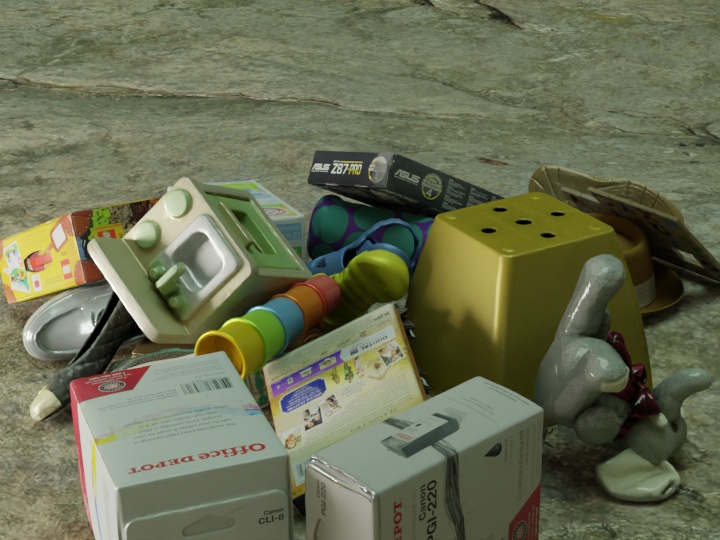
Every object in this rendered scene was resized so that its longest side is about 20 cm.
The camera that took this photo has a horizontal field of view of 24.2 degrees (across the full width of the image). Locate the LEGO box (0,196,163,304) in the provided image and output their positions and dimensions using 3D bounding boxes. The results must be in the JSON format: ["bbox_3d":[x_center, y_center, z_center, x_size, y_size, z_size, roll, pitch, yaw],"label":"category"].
[{"bbox_3d":[-0.296,-0.023,1.881,0.149,0.077,0.200,-13,0,-36],"label":"LEGO box"}]

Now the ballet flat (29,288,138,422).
[{"bbox_3d":[-0.275,0.072,1.712,0.200,0.057,0.066,-54,19,-26],"label":"ballet flat"}]

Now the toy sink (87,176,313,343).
[{"bbox_3d":[-0.156,-0.010,1.704,0.130,0.112,0.200,53,19,19],"label":"toy sink"}]

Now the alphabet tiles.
[{"bbox_3d":[0.327,-0.046,1.948,0.200,0.008,0.167,24,-10,46],"label":"alphabet tiles"}]

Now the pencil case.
[{"bbox_3d":[0.036,-0.035,1.988,0.200,0.085,0.092,12,40,29],"label":"pencil case"}]

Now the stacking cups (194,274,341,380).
[{"bbox_3d":[-0.088,0.051,1.664,0.060,0.061,0.200,10,25,25],"label":"stacking cups"}]

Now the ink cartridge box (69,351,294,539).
[{"bbox_3d":[-0.151,0.183,1.414,0.145,0.145,0.200,-9,24,-16],"label":"ink cartridge box"}]

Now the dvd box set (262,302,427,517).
[{"bbox_3d":[-0.011,0.126,1.566,0.146,0.029,0.200,-27,35,6],"label":"dvd box set"}]

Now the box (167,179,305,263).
[{"bbox_3d":[-0.144,-0.032,1.934,0.112,0.102,0.200,-5,16,-19],"label":"box"}]

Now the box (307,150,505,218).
[{"bbox_3d":[0.061,-0.094,2.023,0.200,0.049,0.161,19,-5,-35],"label":"box"}]

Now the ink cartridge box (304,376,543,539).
[{"bbox_3d":[0.054,0.192,1.378,0.200,0.146,0.085,-21,31,-37],"label":"ink cartridge box"}]

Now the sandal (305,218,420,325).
[{"bbox_3d":[0.000,0.000,1.783,0.200,0.079,0.087,-17,34,51],"label":"sandal"}]

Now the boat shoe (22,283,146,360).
[{"bbox_3d":[-0.262,0.047,1.792,0.200,0.070,0.072,-19,13,-10],"label":"boat shoe"}]

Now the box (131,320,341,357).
[{"bbox_3d":[-0.126,0.073,1.823,0.199,0.021,0.164,5,24,15],"label":"box"}]

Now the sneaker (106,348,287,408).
[{"bbox_3d":[-0.168,0.102,1.702,0.199,0.078,0.091,-5,17,-15],"label":"sneaker"}]

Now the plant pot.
[{"bbox_3d":[0.164,0.031,1.709,0.200,0.177,0.200,-14,26,-26],"label":"plant pot"}]

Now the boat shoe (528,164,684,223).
[{"bbox_3d":[0.309,-0.079,2.095,0.200,0.071,0.069,22,-6,19],"label":"boat shoe"}]

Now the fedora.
[{"bbox_3d":[0.275,-0.012,1.918,0.200,0.082,0.201,-1,23,0],"label":"fedora"}]

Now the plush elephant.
[{"bbox_3d":[0.246,0.120,1.546,0.154,0.200,0.165,19,35,-9],"label":"plush elephant"}]

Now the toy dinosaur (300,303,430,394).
[{"bbox_3d":[-0.012,0.093,1.686,0.135,0.102,0.200,-23,55,-11],"label":"toy dinosaur"}]
